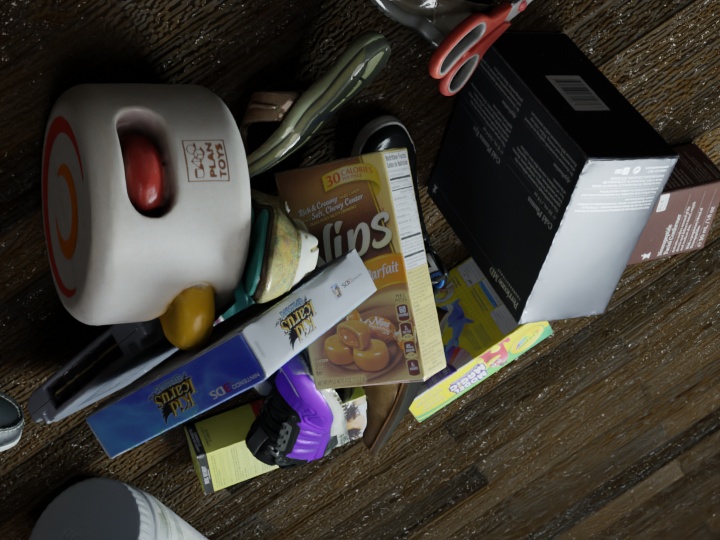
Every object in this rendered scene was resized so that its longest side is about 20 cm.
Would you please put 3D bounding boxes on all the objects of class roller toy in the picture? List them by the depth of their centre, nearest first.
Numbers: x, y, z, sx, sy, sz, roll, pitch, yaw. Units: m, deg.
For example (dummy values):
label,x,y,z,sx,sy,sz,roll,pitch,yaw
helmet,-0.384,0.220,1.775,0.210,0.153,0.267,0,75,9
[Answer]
label,x,y,z,sx,sy,sz,roll,pitch,yaw
roller toy,-0.166,-0.053,0.942,0.138,0.200,0.185,-4,120,-27

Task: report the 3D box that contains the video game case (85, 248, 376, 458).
label,x,y,z,sx,sy,sz,roll,pitch,yaw
video game case,-0.105,0.068,0.995,0.199,0.046,0.181,-28,-174,35

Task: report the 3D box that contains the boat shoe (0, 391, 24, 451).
label,x,y,z,sx,sy,sz,roll,pitch,yaw
boat shoe,-0.384,0.113,1.060,0.198,0.076,0.060,16,127,-41

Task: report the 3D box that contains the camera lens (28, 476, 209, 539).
label,x,y,z,sx,sy,sz,roll,pitch,yaw
camera lens,-0.246,0.331,1.288,0.159,0.161,0.201,-33,139,2

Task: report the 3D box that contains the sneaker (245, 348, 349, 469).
label,x,y,z,sx,sy,sz,roll,pitch,yaw
sneaker,-0.069,0.149,1.178,0.099,0.070,0.201,-29,151,-11

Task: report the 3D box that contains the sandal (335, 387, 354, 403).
label,x,y,z,sx,sy,sz,roll,pitch,yaw
sandal,-0.012,0.060,1.233,0.057,0.080,0.203,-19,139,-33

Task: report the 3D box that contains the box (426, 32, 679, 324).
label,x,y,z,sx,sy,sz,roll,pitch,yaw
box,0.167,-0.088,1.098,0.103,0.201,0.184,-4,133,-27

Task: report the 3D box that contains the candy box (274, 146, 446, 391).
label,x,y,z,sx,sy,sz,roll,pitch,yaw
candy box,0.000,0.000,1.071,0.114,0.204,0.055,-9,-174,28

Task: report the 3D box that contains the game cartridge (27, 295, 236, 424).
label,x,y,z,sx,sy,sz,roll,pitch,yaw
game cartridge,-0.204,0.070,1.078,0.199,0.041,0.133,-35,171,39

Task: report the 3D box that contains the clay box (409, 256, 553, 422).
label,x,y,z,sx,sy,sz,roll,pitch,yaw
clay box,0.092,0.072,1.273,0.199,0.116,0.048,-34,140,5

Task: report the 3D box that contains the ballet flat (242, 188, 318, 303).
label,x,y,z,sx,sy,sz,roll,pitch,yaw
ballet flat,-0.068,-0.021,0.978,0.069,0.200,0.072,-4,108,-12

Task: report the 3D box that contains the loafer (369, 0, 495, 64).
label,x,y,z,sx,sy,sz,roll,pitch,yaw
loafer,0.044,-0.242,0.981,0.072,0.073,0.199,-49,146,14

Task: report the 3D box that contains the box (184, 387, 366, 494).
label,x,y,z,sx,sy,sz,roll,pitch,yaw
box,-0.090,0.176,1.315,0.197,0.050,0.076,-19,137,-13

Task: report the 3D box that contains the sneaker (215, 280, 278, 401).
label,x,y,z,sx,sy,sz,roll,pitch,yaw
sneaker,-0.072,0.050,1.184,0.119,0.084,0.201,-24,138,6

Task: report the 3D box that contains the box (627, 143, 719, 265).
label,x,y,z,sx,sy,sz,roll,pitch,yaw
box,0.288,-0.065,1.291,0.197,0.075,0.101,-11,136,-19

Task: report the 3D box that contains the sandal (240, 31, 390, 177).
label,x,y,z,sx,sy,sz,roll,pitch,yaw
sandal,-0.057,-0.141,1.010,0.200,0.058,0.080,-41,180,25

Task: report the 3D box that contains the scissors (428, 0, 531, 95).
label,x,y,z,sx,sy,sz,roll,pitch,yaw
scissors,0.130,-0.225,1.019,0.200,0.014,0.073,-45,155,-11

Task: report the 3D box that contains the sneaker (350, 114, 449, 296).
label,x,y,z,sx,sy,sz,roll,pitch,yaw
sneaker,0.046,-0.043,1.131,0.072,0.112,0.202,-25,141,-20

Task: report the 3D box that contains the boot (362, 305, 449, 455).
label,x,y,z,sx,sy,sz,roll,pitch,yaw
boot,0.025,0.098,1.166,0.074,0.075,0.202,-53,165,-48
